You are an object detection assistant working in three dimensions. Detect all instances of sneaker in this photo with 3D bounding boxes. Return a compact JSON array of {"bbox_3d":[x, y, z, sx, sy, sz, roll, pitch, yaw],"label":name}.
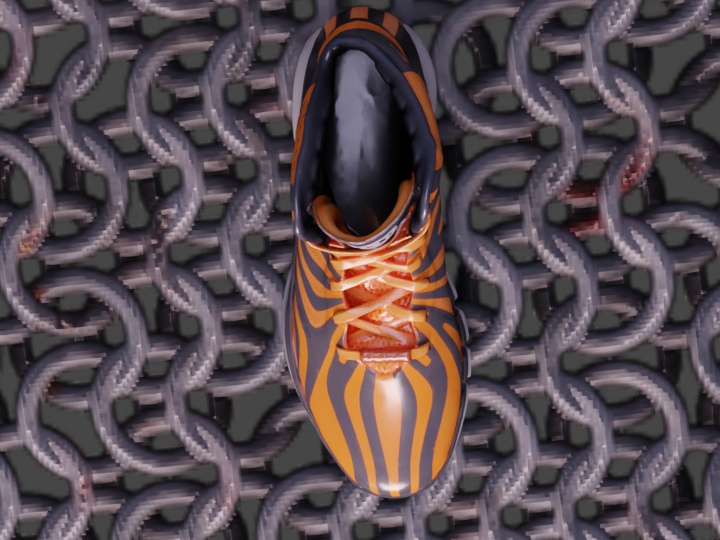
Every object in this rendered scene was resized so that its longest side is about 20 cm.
[{"bbox_3d":[0.000,0.000,1.091,0.077,0.112,0.201,-7,99,4],"label":"sneaker"}]
